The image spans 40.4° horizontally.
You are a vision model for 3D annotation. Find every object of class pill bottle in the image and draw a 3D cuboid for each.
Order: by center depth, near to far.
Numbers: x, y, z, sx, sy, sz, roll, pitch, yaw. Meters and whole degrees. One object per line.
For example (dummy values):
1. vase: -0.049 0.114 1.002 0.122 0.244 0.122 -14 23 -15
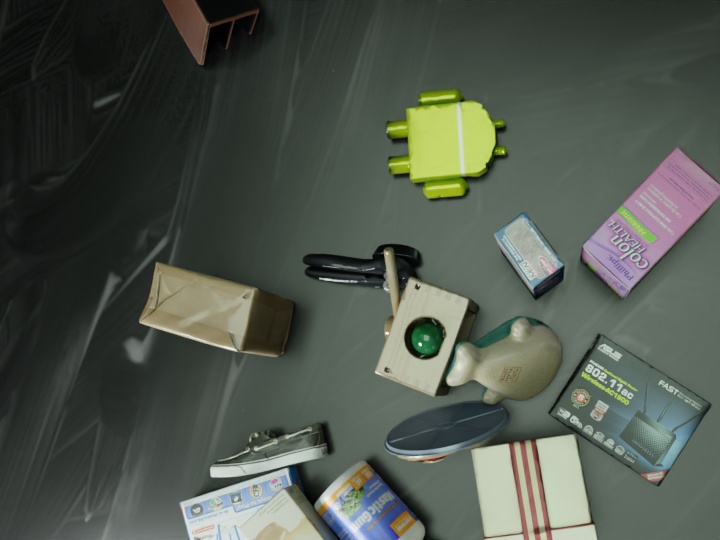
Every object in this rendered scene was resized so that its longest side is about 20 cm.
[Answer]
1. pill bottle: 0.031 0.408 1.540 0.112 0.112 0.200 -46 77 4

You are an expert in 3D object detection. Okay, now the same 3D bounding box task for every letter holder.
1. letter holder: -0.277 -0.484 1.719 0.100 0.142 0.201 -24 77 -24

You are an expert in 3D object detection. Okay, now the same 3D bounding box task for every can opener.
1. can opener: 0.000 0.000 1.626 0.198 0.079 0.064 -1 122 15

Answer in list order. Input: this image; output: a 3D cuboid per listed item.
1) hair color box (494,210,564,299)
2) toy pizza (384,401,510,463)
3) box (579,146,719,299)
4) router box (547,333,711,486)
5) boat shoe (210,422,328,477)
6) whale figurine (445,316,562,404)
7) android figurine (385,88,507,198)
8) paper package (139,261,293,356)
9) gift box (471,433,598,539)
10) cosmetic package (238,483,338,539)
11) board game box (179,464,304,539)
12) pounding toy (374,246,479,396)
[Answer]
1. hair color box: 0.261 -0.019 1.493 0.060 0.200 0.100 -36 79 6
2. toy pizza: 0.134 0.251 1.497 0.199 0.200 0.032 -13 99 10
3. box: 0.434 -0.066 1.474 0.097 0.176 0.200 43 94 12
4. router box: 0.413 0.214 1.506 0.199 0.062 0.150 33 90 13
5. boat shoe: -0.154 0.297 1.617 0.199 0.071 0.064 -13 82 2
6. whale figurine: 0.213 0.130 1.505 0.104 0.199 0.160 53 135 48
7. android figurine: 0.143 -0.213 1.621 0.198 0.041 0.184 -6 82 12
8. paper package: -0.229 0.067 1.588 0.189 0.200 0.104 14 86 14
9. gift box: 0.250 0.358 1.471 0.199 0.185 0.188 -13 73 14
10. cosmetic package: -0.086 0.445 1.524 0.105 0.071 0.200 -42 78 4
11. board game box: -0.174 0.445 1.608 0.199 0.056 0.197 -19 81 9
12. pounding toy: 0.090 0.084 1.518 0.141 0.200 0.185 20 88 14
